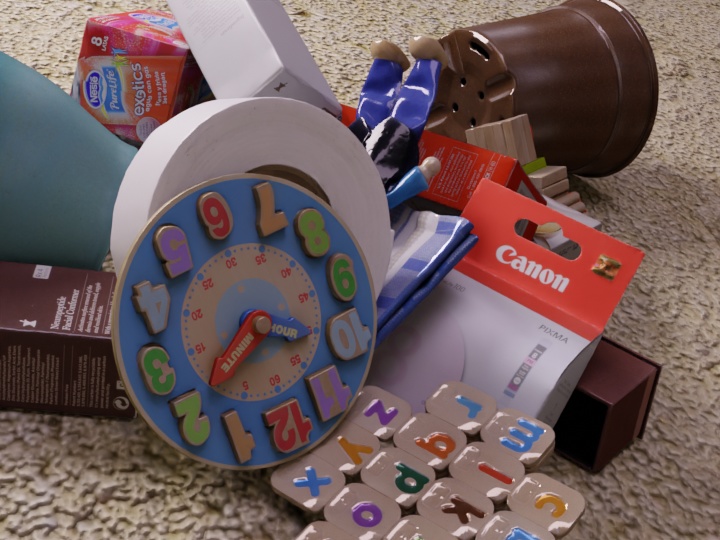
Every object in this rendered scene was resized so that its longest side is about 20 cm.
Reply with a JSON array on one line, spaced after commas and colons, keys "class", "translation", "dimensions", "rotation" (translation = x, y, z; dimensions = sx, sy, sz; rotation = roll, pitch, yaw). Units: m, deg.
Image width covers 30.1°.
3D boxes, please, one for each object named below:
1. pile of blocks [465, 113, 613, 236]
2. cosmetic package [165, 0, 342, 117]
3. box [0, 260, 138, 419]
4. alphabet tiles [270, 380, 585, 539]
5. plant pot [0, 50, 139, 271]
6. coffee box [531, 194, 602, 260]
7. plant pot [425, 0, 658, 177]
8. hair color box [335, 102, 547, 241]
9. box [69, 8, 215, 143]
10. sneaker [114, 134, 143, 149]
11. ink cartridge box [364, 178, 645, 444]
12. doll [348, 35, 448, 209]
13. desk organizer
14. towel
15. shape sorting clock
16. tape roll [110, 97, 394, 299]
[{"class": "pile of blocks", "translation": [0.180, -0.066, 1.317], "dimensions": [0.062, 0.082, 0.201], "rotation": [-22, 78, -46]}, {"class": "cosmetic package", "translation": [-0.104, -0.207, 1.182], "dimensions": [0.101, 0.074, 0.201], "rotation": [28, 30, -55]}, {"class": "box", "translation": [-0.259, 0.046, 1.001], "dimensions": [0.197, 0.076, 0.101], "rotation": [4, 29, -7]}, {"class": "alphabet tiles", "translation": [0.044, 0.154, 0.912], "dimensions": [0.194, 0.015, 0.200], "rotation": [24, 47, 30]}, {"class": "plant pot", "translation": [-0.287, -0.072, 1.087], "dimensions": [0.186, 0.201, 0.201], "rotation": [23, 25, -16]}, {"class": "coffee box", "translation": [0.111, -0.037, 1.269], "dimensions": [0.199, 0.081, 0.112], "rotation": [30, 34, 31]}, {"class": "plant pot", "translation": [0.182, -0.190, 1.437], "dimensions": [0.196, 0.203, 0.200], "rotation": [-11, 34, -37]}, {"class": "hair color box", "translation": [0.055, -0.080, 1.176], "dimensions": [0.198, 0.062, 0.101], "rotation": [20, -10, 28]}, {"class": "box", "translation": [-0.190, -0.185, 1.260], "dimensions": [0.098, 0.097, 0.200], "rotation": [17, 15, 5]}, {"class": "sneaker", "translation": [-0.219, -0.100, 1.239], "dimensions": [0.198, 0.082, 0.076], "rotation": [-22, 18, -37]}, {"class": "ink cartridge box", "translation": [0.099, 0.036, 1.027], "dimensions": [0.161, 0.202, 0.057], "rotation": [28, -1, 30]}, {"class": "doll", "translation": [0.009, -0.098, 1.110], "dimensions": [0.135, 0.048, 0.202], "rotation": [1, 61, 34]}, {"class": "desk organizer", "translation": [0.133, 0.076, 1.082], "dimensions": [0.199, 0.073, 0.077], "rotation": [28, 35, 30]}, {"class": "towel", "translation": [0.000, 0.000, 1.079], "dimensions": [0.147, 0.024, 0.200], "rotation": [-46, 25, -11]}, {"class": "shape sorting clock", "translation": [-0.074, 0.035, 0.915], "dimensions": [0.198, 0.203, 0.039], "rotation": [-8, 7, -30]}, {"class": "tape roll", "translation": [-0.076, -0.024, 0.974], "dimensions": [0.200, 0.206, 0.070], "rotation": [-8, 8, -31]}]
